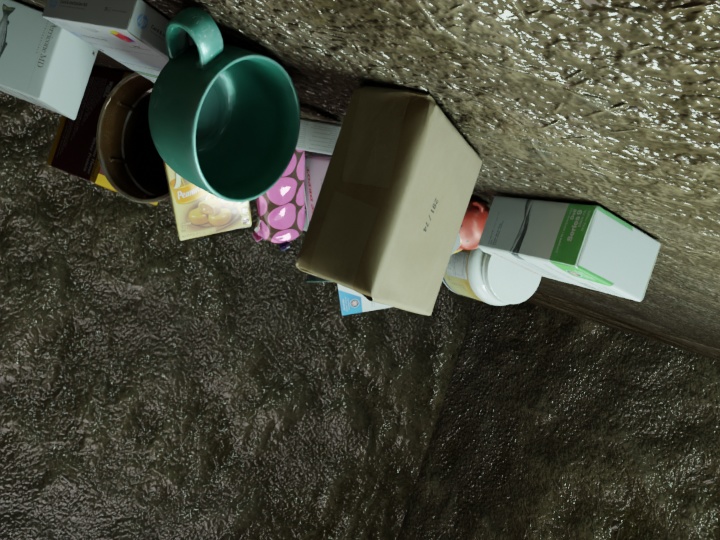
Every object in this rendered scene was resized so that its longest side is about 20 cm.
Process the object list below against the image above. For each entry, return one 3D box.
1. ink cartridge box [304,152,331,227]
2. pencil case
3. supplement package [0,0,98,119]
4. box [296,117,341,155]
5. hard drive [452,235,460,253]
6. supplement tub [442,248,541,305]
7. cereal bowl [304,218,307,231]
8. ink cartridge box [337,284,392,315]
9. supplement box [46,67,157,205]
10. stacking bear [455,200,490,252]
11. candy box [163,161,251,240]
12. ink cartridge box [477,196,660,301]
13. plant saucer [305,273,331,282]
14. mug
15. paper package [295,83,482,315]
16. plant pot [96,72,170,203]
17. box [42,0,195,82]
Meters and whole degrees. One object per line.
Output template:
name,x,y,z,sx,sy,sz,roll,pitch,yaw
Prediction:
ink cartridge box,-0.004,-0.104,0.977,0.084,0.151,0.198,-17,-159,-28
pencil case,-0.130,-0.136,0.989,0.091,0.204,0.092,-16,-134,-19
supplement package,-0.508,-0.321,0.927,0.195,0.120,0.117,20,179,1
box,-0.122,-0.190,0.852,0.193,0.043,0.039,7,-164,-6
hard drive,0.045,-0.031,1.017,0.195,0.027,0.131,4,-156,32
supplement tub,0.251,-0.012,1.258,0.141,0.148,0.199,20,179,-21
cereal bowl,-0.250,-0.224,2.795,0.195,0.086,0.200,21,180,0
ink cartridge box,0.043,-0.025,1.298,0.193,0.149,0.148,-8,-136,-2
supplement box,-0.455,-0.254,1.196,0.197,0.203,0.131,18,179,38
stacking bear,0.147,-0.075,1.097,0.112,0.125,0.198,-28,-164,-29
candy box,-0.228,-0.153,0.933,0.112,0.205,0.056,-14,-142,-18
ink cartridge box,0.282,-0.036,0.889,0.143,0.086,0.199,21,180,-30
plant saucer,0.000,0.000,1.121,0.193,0.037,0.200,-2,180,0
mug,-0.153,-0.183,0.697,0.113,0.190,0.150,26,-154,34
paper package,0.041,-0.068,0.706,0.101,0.206,0.189,19,180,28
plant pot,-0.299,-0.209,1.077,0.195,0.206,0.197,19,-173,18
box,-0.252,-0.266,0.773,0.153,0.042,0.199,19,180,29
